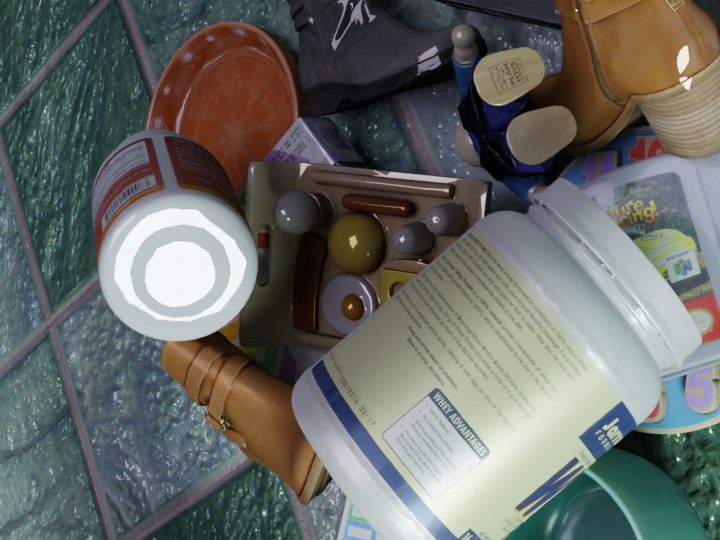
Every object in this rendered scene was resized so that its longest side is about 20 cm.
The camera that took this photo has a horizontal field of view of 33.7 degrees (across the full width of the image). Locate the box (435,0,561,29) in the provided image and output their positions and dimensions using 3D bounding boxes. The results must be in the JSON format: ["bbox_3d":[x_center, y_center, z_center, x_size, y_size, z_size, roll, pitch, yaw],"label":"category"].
[{"bbox_3d":[0.148,-0.251,0.830,0.199,0.044,0.162,24,102,40],"label":"box"}]

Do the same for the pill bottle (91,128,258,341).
[{"bbox_3d":[-0.145,-0.038,0.898,0.113,0.111,0.200,-65,22,16],"label":"pill bottle"}]

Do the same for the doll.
[{"bbox_3d":[0.093,-0.101,0.792,0.048,0.200,0.137,-28,89,-2],"label":"doll"}]

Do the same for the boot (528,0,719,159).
[{"bbox_3d":[0.144,-0.152,0.737,0.155,0.074,0.200,58,161,-22],"label":"boot"}]

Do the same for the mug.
[{"bbox_3d":[0.142,0.173,0.755,0.151,0.114,0.187,-14,77,40],"label":"mug"}]

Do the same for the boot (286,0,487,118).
[{"bbox_3d":[0.004,-0.195,0.901,0.199,0.069,0.133,-7,97,48],"label":"boot"}]

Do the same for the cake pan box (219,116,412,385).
[{"bbox_3d":[-0.038,0.006,0.950,0.200,0.052,0.185,-46,71,28],"label":"cake pan box"}]

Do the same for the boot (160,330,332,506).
[{"bbox_3d":[-0.071,0.089,0.851,0.155,0.200,0.077,41,77,4],"label":"boot"}]

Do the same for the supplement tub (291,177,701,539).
[{"bbox_3d":[0.076,0.059,0.673,0.200,0.145,0.145,-40,59,2],"label":"supplement tub"}]

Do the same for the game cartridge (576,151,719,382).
[{"bbox_3d":[0.174,0.003,0.743,0.199,0.041,0.134,-23,69,31],"label":"game cartridge"}]

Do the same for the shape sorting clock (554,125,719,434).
[{"bbox_3d":[0.190,0.006,0.776,0.199,0.039,0.202,-4,84,41],"label":"shape sorting clock"}]

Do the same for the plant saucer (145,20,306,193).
[{"bbox_3d":[-0.118,-0.119,1.061,0.199,0.032,0.203,-3,86,41],"label":"plant saucer"}]

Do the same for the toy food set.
[{"bbox_3d":[0.000,0.000,0.858,0.198,0.060,0.145,9,99,32],"label":"toy food set"}]

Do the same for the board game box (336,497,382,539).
[{"bbox_3d":[0.036,0.177,0.800,0.034,0.134,0.202,5,74,35],"label":"board game box"}]
